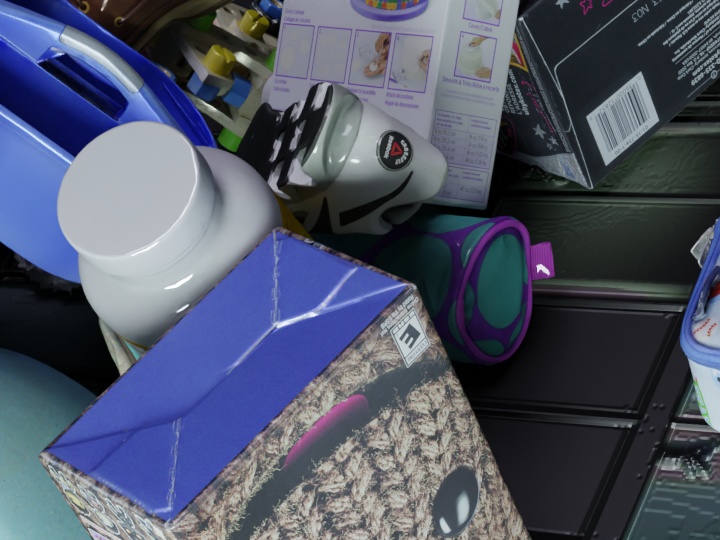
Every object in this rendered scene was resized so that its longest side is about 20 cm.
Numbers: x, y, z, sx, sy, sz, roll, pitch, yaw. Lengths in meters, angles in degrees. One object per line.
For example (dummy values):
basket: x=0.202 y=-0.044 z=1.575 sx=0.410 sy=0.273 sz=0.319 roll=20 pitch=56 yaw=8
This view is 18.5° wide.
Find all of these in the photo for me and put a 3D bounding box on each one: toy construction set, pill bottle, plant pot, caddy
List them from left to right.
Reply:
plant pot: x=-0.220 y=0.114 z=1.188 sx=0.200 sy=0.135 sz=0.200 roll=-16 pitch=38 yaw=13
caddy: x=-0.171 y=-0.089 z=1.245 sx=0.105 sy=0.200 sz=0.141 roll=-45 pitch=18 yaw=30
toy construction set: x=-0.098 y=-0.156 z=1.431 sx=0.092 sy=0.131 sz=0.200 roll=-47 pitch=37 yaw=34
pill bottle: x=-0.072 y=0.006 z=1.094 sx=0.104 sy=0.200 sz=0.104 roll=-10 pitch=61 yaw=18

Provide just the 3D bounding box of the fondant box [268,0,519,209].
fondant box: x=0.020 y=-0.141 z=1.234 sx=0.144 sy=0.058 sz=0.200 roll=13 pitch=96 yaw=50

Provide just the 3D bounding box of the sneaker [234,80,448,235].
sneaker: x=-0.016 y=-0.046 z=1.167 sx=0.200 sy=0.088 sz=0.074 roll=-1 pitch=68 yaw=70

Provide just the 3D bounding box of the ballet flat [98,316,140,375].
ballet flat: x=-0.094 y=0.080 z=1.219 sx=0.067 sy=0.062 sz=0.200 roll=-15 pitch=46 yaw=-8

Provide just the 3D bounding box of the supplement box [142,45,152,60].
supplement box: x=-0.227 y=-0.186 z=1.567 sx=0.200 sy=0.103 sz=0.131 roll=-16 pitch=37 yaw=13

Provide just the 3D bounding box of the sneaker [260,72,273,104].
sneaker: x=0.041 y=-0.123 z=1.363 sx=0.200 sy=0.080 sz=0.088 roll=-35 pitch=63 yaw=-1

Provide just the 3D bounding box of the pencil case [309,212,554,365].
pencil case: x=0.000 y=0.000 z=1.236 sx=0.200 sy=0.085 sz=0.092 roll=8 pitch=21 yaw=35

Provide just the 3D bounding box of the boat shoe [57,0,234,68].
boat shoe: x=-0.153 y=-0.168 z=1.338 sx=0.200 sy=0.068 sz=0.072 roll=-33 pitch=46 yaw=-3

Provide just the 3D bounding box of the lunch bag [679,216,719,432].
lunch bag: x=0.258 y=0.011 z=1.088 sx=0.200 sy=0.076 sz=0.160 roll=2 pitch=43 yaw=30

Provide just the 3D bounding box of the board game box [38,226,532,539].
board game box: x=-0.026 y=0.112 z=1.026 sx=0.097 sy=0.200 sz=0.159 roll=23 pitch=59 yaw=43

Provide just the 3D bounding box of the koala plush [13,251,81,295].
koala plush: x=-0.228 y=-0.082 z=1.430 sx=0.200 sy=0.184 sz=0.177 roll=17 pitch=64 yaw=17

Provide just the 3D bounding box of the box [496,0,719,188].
box: x=0.148 y=-0.166 z=1.307 sx=0.200 sy=0.132 sz=0.115 roll=-40 pitch=36 yaw=-18
